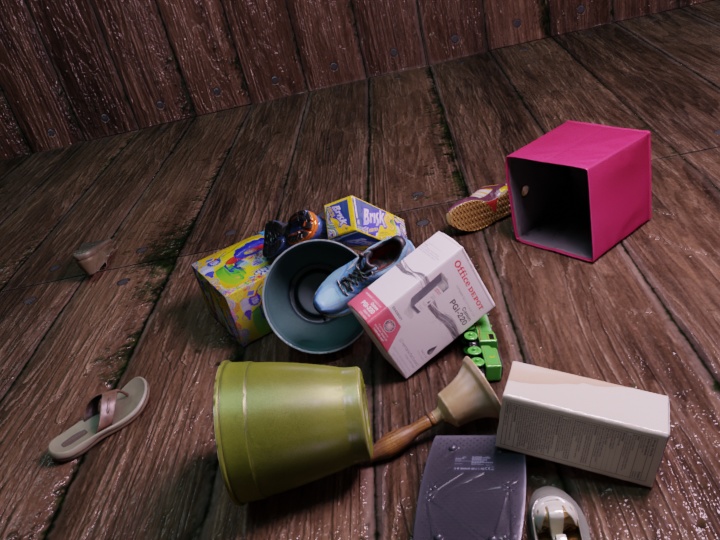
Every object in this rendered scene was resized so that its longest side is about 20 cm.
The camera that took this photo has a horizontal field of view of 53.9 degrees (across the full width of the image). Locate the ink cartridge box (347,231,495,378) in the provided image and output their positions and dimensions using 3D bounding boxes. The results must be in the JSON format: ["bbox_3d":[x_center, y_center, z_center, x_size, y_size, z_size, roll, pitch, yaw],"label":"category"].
[{"bbox_3d":[0.103,0.056,1.169,0.200,0.146,0.085,-39,32,-7],"label":"ink cartridge box"}]

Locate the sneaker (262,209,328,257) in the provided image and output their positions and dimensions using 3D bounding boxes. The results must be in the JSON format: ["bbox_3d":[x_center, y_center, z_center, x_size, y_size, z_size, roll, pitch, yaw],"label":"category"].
[{"bbox_3d":[-0.123,-0.059,1.346,0.078,0.076,0.200,14,-14,-36],"label":"sneaker"}]

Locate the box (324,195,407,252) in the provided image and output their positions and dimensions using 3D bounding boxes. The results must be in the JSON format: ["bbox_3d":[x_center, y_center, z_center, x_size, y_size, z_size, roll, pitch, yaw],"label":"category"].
[{"bbox_3d":[0.015,-0.077,1.326,0.064,0.070,0.200,-17,-17,29],"label":"box"}]

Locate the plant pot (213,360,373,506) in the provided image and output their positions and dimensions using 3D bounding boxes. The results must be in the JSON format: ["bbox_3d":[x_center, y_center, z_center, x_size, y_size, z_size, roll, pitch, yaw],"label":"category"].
[{"bbox_3d":[-0.084,0.213,0.988,0.192,0.201,0.201,-8,29,2],"label":"plant pot"}]

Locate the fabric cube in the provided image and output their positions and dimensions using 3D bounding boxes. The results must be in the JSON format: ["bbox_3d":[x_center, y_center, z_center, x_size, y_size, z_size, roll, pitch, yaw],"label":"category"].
[{"bbox_3d":[0.435,-0.165,1.410,0.199,0.197,0.200,-32,33,-28],"label":"fabric cube"}]

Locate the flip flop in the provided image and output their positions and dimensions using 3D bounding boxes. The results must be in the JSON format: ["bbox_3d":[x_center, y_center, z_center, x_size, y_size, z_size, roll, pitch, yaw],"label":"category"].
[{"bbox_3d":[-0.452,0.248,1.227,0.081,0.058,0.200,16,41,43],"label":"flip flop"}]

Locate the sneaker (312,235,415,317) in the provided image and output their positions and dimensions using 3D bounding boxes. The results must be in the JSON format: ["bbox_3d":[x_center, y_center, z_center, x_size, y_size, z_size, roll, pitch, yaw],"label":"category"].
[{"bbox_3d":[0.000,0.000,1.191,0.200,0.090,0.078,-37,72,-3],"label":"sneaker"}]

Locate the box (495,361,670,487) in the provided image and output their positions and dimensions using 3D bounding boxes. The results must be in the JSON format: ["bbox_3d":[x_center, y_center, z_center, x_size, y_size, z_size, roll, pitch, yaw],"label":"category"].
[{"bbox_3d":[0.282,0.194,0.909,0.199,0.095,0.078,13,33,16],"label":"box"}]

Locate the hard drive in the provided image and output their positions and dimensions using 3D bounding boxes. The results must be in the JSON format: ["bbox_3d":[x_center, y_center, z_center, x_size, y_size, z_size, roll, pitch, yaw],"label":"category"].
[{"bbox_3d":[0.143,0.290,0.897,0.134,0.042,0.200,-5,29,17],"label":"hard drive"}]

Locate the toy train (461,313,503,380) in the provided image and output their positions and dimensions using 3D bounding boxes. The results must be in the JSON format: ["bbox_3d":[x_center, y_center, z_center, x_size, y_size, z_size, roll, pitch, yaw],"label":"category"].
[{"bbox_3d":[0.199,0.116,1.186,0.056,0.042,0.200,-2,29,1],"label":"toy train"}]

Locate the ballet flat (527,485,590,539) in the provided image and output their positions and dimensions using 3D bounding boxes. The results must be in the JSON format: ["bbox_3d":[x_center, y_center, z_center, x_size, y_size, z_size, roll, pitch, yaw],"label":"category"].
[{"bbox_3d":[0.230,0.307,0.805,0.067,0.064,0.200,-9,29,10],"label":"ballet flat"}]

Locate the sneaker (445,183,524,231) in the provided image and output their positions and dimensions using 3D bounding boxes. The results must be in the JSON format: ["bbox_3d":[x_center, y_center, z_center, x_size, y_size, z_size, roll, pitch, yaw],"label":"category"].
[{"bbox_3d":[0.267,-0.142,1.588,0.199,0.075,0.090,-18,20,-19],"label":"sneaker"}]

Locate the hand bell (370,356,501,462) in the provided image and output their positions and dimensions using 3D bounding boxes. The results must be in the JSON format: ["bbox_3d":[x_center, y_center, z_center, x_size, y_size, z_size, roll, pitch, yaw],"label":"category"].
[{"bbox_3d":[0.098,0.221,1.023,0.200,0.104,0.104,-31,31,-4],"label":"hand bell"}]

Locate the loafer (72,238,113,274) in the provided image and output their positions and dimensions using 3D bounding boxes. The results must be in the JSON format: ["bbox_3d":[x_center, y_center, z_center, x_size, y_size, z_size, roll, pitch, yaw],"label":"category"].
[{"bbox_3d":[-0.691,-0.036,1.836,0.076,0.068,0.200,-10,13,2],"label":"loafer"}]

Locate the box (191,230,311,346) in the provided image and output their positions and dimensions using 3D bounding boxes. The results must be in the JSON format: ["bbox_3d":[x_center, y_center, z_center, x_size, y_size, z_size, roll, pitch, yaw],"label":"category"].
[{"bbox_3d":[-0.205,0.026,1.443,0.200,0.122,0.192,-28,32,-23],"label":"box"}]

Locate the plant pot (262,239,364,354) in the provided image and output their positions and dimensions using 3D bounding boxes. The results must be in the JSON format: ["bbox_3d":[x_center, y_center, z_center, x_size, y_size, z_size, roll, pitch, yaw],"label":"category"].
[{"bbox_3d":[-0.076,0.045,1.306,0.199,0.201,0.134,-16,2,-3],"label":"plant pot"}]
